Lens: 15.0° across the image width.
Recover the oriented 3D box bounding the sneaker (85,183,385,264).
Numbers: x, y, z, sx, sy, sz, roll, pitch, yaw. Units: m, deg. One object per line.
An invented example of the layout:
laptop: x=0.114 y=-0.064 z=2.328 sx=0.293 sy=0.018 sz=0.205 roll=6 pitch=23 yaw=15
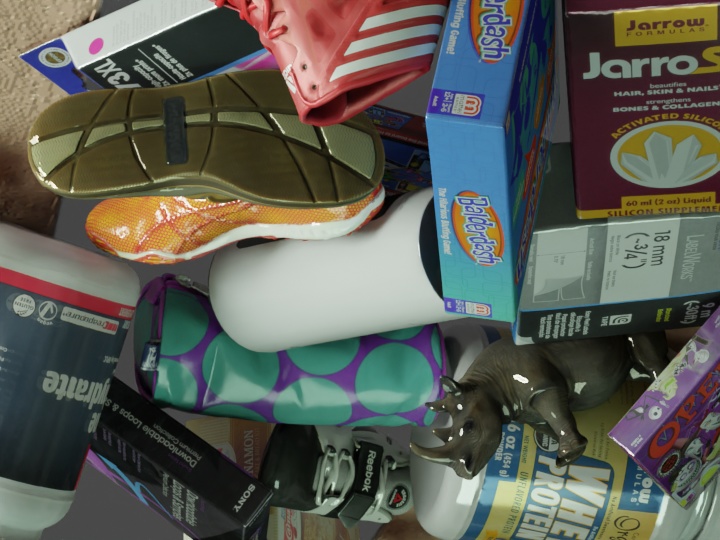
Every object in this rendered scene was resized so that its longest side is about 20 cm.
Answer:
sneaker: x=-0.078 y=-0.053 z=1.617 sx=0.199 sy=0.073 sz=0.077 roll=-12 pitch=113 yaw=27

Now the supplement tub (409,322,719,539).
supplement tub: x=0.143 y=0.115 z=1.823 sx=0.199 sy=0.145 sz=0.145 roll=7 pitch=147 yaw=-11

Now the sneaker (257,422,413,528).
sneaker: x=-0.007 y=0.134 z=1.853 sx=0.088 sy=0.074 sz=0.200 roll=19 pitch=-175 yaw=19

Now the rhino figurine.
rhino figurine: x=0.116 y=0.077 z=1.718 sx=0.199 sy=0.088 sz=0.060 roll=-20 pitch=164 yaw=-22

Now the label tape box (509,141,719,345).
label tape box: x=0.189 y=-0.023 z=1.655 sx=0.199 sy=0.064 sz=0.144 roll=-6 pitch=151 yaw=-2

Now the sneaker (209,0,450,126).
sneaker: x=-0.053 y=-0.140 z=1.412 sx=0.199 sy=0.116 sz=0.078 roll=6 pitch=168 yaw=9

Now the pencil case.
pencil case: x=-0.046 y=0.052 z=1.776 sx=0.199 sy=0.085 sz=0.093 roll=4 pitch=114 yaw=-9

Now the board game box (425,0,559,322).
board game box: x=0.074 y=-0.087 z=1.484 sx=0.045 sy=0.153 sz=0.200 roll=8 pitch=151 yaw=9

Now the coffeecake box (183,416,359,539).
coffeecake box: x=-0.061 y=0.214 z=1.969 sx=0.073 sy=0.154 sz=0.200 roll=-10 pitch=147 yaw=14

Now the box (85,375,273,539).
box: x=-0.147 y=0.117 z=1.800 sx=0.200 sy=0.036 sz=0.143 roll=34 pitch=163 yaw=8

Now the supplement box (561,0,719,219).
supplement box: x=0.167 y=-0.118 z=1.505 sx=0.110 sy=0.086 sz=0.200 roll=-3 pitch=148 yaw=5

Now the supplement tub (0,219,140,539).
supplement tub: x=-0.226 y=0.073 z=1.671 sx=0.140 sy=0.201 sz=0.140 roll=18 pitch=180 yaw=0

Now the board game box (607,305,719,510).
board game box: x=0.244 y=0.052 z=1.706 sx=0.200 sy=0.032 sz=0.120 roll=-49 pitch=145 yaw=-1

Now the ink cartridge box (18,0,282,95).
ink cartridge box: x=-0.088 y=-0.122 z=1.548 sx=0.199 sy=0.037 sz=0.095 roll=-18 pitch=144 yaw=30

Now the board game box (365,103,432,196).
board game box: x=0.032 y=-0.056 z=1.667 sx=0.199 sy=0.020 sz=0.103 roll=14 pitch=147 yaw=-21

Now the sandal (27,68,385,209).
sandal: x=-0.085 y=-0.067 z=1.538 sx=0.199 sy=0.081 sz=0.054 roll=-2 pitch=163 yaw=5

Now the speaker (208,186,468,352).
speaker: x=0.000 y=0.000 z=1.645 sx=0.081 sy=0.082 sz=0.200 roll=26 pitch=157 yaw=-35
